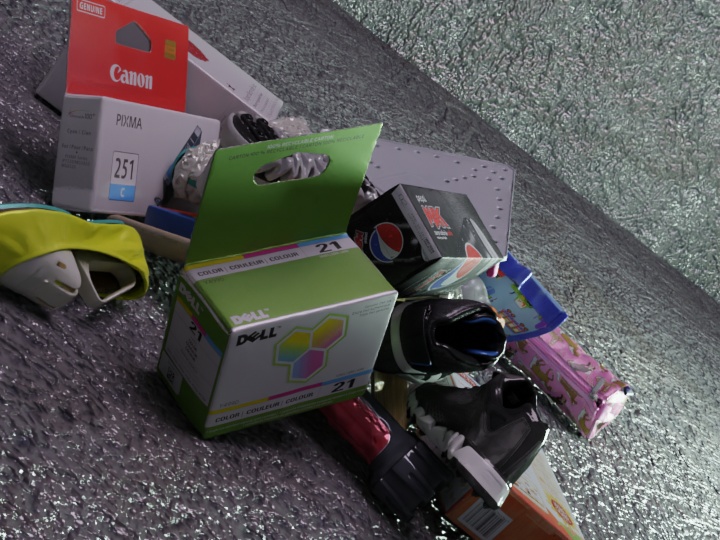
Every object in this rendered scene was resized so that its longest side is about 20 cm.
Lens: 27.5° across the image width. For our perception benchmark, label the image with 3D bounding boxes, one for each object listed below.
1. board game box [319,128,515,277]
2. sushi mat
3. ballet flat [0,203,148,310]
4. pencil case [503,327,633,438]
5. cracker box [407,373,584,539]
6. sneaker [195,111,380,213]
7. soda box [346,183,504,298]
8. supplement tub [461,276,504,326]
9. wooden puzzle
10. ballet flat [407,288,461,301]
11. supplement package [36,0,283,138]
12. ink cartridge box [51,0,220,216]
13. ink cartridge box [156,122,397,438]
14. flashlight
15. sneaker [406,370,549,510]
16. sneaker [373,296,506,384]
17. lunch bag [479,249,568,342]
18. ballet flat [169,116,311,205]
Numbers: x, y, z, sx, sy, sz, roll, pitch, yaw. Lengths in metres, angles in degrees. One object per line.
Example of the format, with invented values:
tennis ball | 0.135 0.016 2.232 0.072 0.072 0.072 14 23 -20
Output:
board game box | 0.043 -0.067 1.391 0.198 0.026 0.200 12 29 2
sushi mat | 0.023 0.048 1.257 0.012 0.202 0.096 0 4 16
ballet flat | -0.208 -0.005 1.038 0.068 0.066 0.200 65 19 12
pencil case | 0.223 0.103 1.724 0.200 0.087 0.082 45 47 19
cracker box | 0.115 0.174 1.273 0.134 0.058 0.200 41 14 -23
sneaker | -0.059 -0.072 1.254 0.199 0.081 0.075 16 29 -48
soda box | 0.052 -0.022 1.188 0.071 0.063 0.200 60 17 9
supplement tub | 0.040 0.016 1.449 0.200 0.123 0.122 44 16 17
wooden puzzle | -0.091 -0.016 1.244 0.184 0.047 0.200 18 3 26
ballet flat | 0.000 0.000 1.352 0.198 0.072 0.072 16 10 13
supplement package | -0.191 -0.168 1.429 0.199 0.120 0.121 37 15 -9
ink cartridge box | -0.185 -0.135 1.263 0.044 0.178 0.200 6 3 22
ink cartridge box | -0.048 0.007 1.030 0.147 0.201 0.076 -13 47 -35
flashlight | -0.019 0.111 1.156 0.200 0.068 0.068 47 4 10
sneaker | 0.096 0.115 1.140 0.067 0.090 0.200 47 -2 -16
sneaker | 0.079 0.059 1.203 0.111 0.074 0.199 -1 -1 31
lunch bag | 0.120 0.006 1.533 0.151 0.094 0.200 48 -15 -15
ballet flat | -0.091 -0.089 1.327 0.072 0.072 0.199 43 34 15
